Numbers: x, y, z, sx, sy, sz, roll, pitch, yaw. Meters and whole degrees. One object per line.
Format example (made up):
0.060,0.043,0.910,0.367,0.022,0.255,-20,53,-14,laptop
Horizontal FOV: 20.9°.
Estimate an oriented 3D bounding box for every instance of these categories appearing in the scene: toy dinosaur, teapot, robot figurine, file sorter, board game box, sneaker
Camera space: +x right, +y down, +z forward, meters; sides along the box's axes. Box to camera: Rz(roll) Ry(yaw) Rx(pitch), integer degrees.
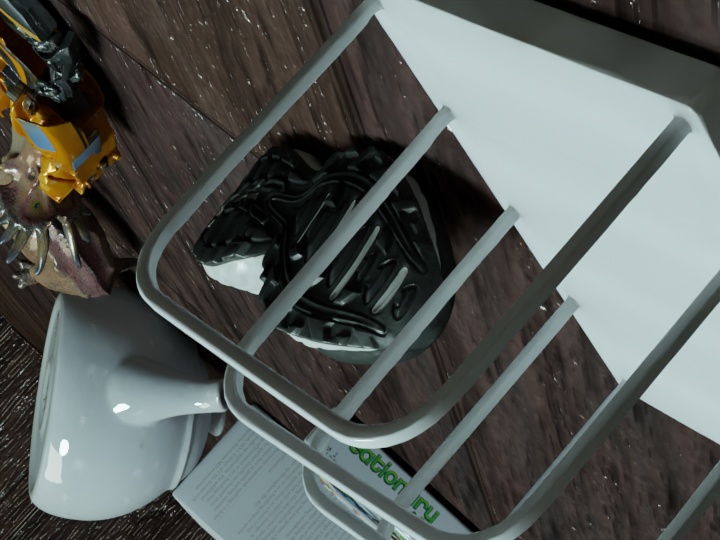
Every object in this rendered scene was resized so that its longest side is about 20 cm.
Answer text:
-0.204,-0.025,1.316,0.135,0.086,0.200,22,163,43,toy dinosaur
-0.179,0.109,1.543,0.145,0.199,0.201,8,-149,-14,teapot
-0.188,-0.115,0.978,0.145,0.058,0.200,38,168,21,robot figurine
0.051,0.036,0.545,0.138,0.125,0.200,29,161,48,file sorter
0.043,0.177,1.300,0.200,0.035,0.126,42,169,5,board game box
0.000,0.000,0.750,0.079,0.074,0.200,37,177,-19,sneaker

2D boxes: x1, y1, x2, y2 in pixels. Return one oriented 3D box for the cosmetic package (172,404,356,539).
-0.042,0.210,1.547,0.200,0.102,0.071,38,168,29,cosmetic package
